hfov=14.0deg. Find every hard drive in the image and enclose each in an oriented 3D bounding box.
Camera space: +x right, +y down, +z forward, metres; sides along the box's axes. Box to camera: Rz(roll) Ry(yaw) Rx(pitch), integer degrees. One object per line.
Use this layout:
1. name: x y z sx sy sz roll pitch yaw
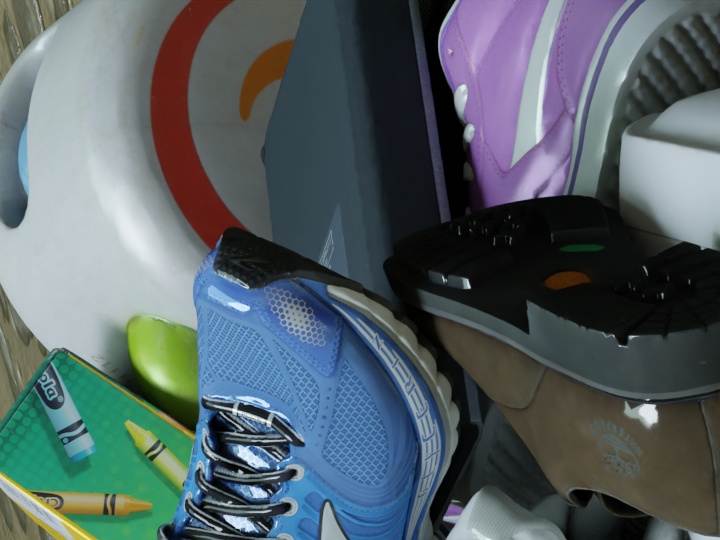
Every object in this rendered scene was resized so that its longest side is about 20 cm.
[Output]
1. hard drive: 0.000 0.000 1.018 0.140 0.033 0.201 110 156 -55

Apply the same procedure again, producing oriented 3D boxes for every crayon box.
1. crayon box: -0.045 0.119 1.152 0.199 0.058 0.119 33 169 15

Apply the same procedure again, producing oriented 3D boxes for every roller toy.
1. roller toy: -0.056 -0.039 1.206 0.140 0.200 0.183 -26 95 54

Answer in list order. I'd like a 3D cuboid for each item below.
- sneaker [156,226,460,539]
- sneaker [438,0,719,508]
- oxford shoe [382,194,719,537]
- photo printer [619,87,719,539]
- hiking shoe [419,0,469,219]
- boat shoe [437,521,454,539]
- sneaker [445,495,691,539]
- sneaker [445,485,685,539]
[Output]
1. sneaker: -0.021 0.075 0.884 0.078 0.089 0.201 24 142 33
2. sneaker: 0.060 -0.022 0.981 0.114 0.072 0.201 42 120 46
3. oxford shoe: 0.059 0.029 0.849 0.200 0.072 0.085 -142 36 -67
4. photo printer: 0.138 0.031 0.835 0.200 0.069 0.167 -160 56 -73
5. hiking shoe: 0.049 -0.054 1.101 0.101 0.075 0.201 -104 16 -44
6. boat shoe: 0.052 0.103 1.212 0.071 0.070 0.200 54 179 -26
7. sneaker: 0.082 0.073 1.077 0.200 0.114 0.073 14 83 46
8. sneaker: 0.088 0.116 0.934 0.078 0.200 0.100 29 96 37
